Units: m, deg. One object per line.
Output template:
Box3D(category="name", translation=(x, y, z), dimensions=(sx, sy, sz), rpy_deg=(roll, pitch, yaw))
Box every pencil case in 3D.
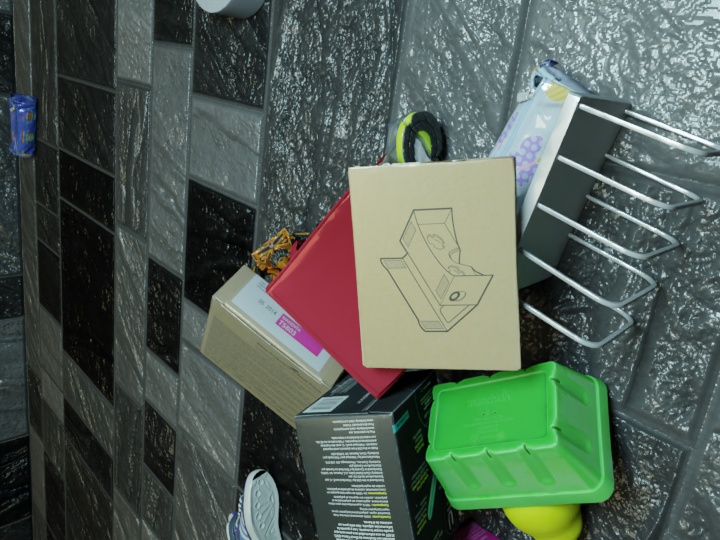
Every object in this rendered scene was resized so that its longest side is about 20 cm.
Box3D(category="pencil case", translation=(0.178, -0.120, 0.661), dimensions=(0.083, 0.089, 0.203), rpy_deg=(47, 128, 30))
Box3D(category="pencil case", translation=(-1.099, -0.470, 1.954), dimensions=(0.076, 0.087, 0.204), rpy_deg=(20, 116, 6))

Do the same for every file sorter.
Box3D(category="file sorter", translation=(0.236, -0.047, 0.580), dimensions=(0.124, 0.137, 0.204), rpy_deg=(35, 121, 32))

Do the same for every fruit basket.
Box3D(category="fruit basket", translation=(0.193, 0.215, 0.688), dimensions=(0.214, 0.213, 0.159), rpy_deg=(-31, 35, 44))

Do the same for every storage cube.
Box3D(category="storage cube", translation=(0.027, -0.002, 0.702), dimensions=(0.199, 0.171, 0.180), rpy_deg=(42, 107, -3))

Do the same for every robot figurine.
Box3D(category="robot figurine", translation=(-0.105, 0.006, 0.941), dimensions=(0.144, 0.059, 0.200), rpy_deg=(-38, 45, -5))

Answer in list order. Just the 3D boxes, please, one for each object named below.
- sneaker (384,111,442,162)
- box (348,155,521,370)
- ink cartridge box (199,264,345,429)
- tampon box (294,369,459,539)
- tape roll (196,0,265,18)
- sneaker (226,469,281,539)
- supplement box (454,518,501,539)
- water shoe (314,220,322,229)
Box3D(category="sneaker", translation=(0.065, -0.109, 0.809), dimensions=(0.081, 0.072, 0.206), rpy_deg=(-146, 57, -61))
Box3D(category="box", translation=(0.073, -0.003, 0.586), dimensions=(0.159, 0.021, 0.206), rpy_deg=(-1, 103, 16))
Box3D(category="ink cartridge box", translation=(-0.122, 0.114, 0.846), dimensions=(0.198, 0.075, 0.166), rpy_deg=(38, 141, 3))
Box3D(category="tampon box", translation=(0.026, 0.240, 0.707), dimensions=(0.123, 0.149, 0.206), rpy_deg=(-8, 95, 26))
Box3D(category="tape roll", translation=(-0.223, -0.546, 1.032), dimensions=(0.197, 0.065, 0.207), rpy_deg=(10, 104, 44))
Box3D(category="sneaker", translation=(-0.228, 0.485, 1.195), dimensions=(0.144, 0.080, 0.206), rpy_deg=(-1, 101, 42))
Box3D(category="supplement box", translation=(0.177, 0.420, 0.743), dimensions=(0.197, 0.102, 0.104), rpy_deg=(22, 111, 43))
Box3D(category="water shoe", translation=(0.000, 0.000, 0.876), dimensions=(0.200, 0.078, 0.073), rpy_deg=(48, 127, 30))
